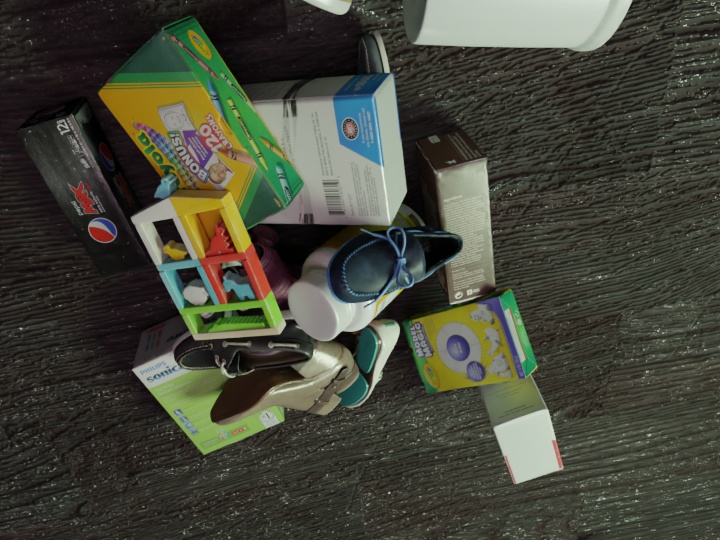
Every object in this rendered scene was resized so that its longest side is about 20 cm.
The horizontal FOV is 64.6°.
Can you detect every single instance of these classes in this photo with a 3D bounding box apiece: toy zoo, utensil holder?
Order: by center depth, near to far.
[{"bbox_3d":[0.149,-0.313,0.569,0.194,0.172,0.174,-2,123,-6],"label":"utensil holder"},{"bbox_3d":[-0.175,-0.011,0.640,0.128,0.021,0.204,-6,119,24],"label":"toy zoo"}]

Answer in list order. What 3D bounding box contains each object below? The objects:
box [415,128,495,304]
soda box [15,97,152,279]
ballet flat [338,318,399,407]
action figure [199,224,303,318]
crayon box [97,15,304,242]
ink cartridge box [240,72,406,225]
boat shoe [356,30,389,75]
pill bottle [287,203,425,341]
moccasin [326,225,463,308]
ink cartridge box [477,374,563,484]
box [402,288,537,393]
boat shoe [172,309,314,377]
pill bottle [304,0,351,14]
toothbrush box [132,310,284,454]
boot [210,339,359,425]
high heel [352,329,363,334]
[{"bbox_3d":[0.128,-0.070,0.762,0.073,0.101,0.204,-15,125,-1],"label":"box"},{"bbox_3d":[-0.321,-0.095,0.688,0.069,0.064,0.204,-15,123,1],"label":"soda box"},{"bbox_3d":[0.015,0.148,0.899,0.068,0.071,0.202,8,134,-15],"label":"ballet flat"},{"bbox_3d":[-0.112,0.018,0.734,0.145,0.137,0.200,7,159,26],"label":"action figure"},{"bbox_3d":[-0.164,-0.138,0.601,0.117,0.059,0.202,-21,114,32],"label":"crayon box"},{"bbox_3d":[-0.056,-0.136,0.653,0.195,0.085,0.149,4,125,20],"label":"ink cartridge box"},{"bbox_3d":[-0.001,-0.179,0.686,0.060,0.074,0.204,-6,128,-10],"label":"boat shoe"},{"bbox_3d":[0.000,0.000,0.717,0.107,0.199,0.112,21,130,28],"label":"pill bottle"},{"bbox_3d":[0.045,-0.020,0.638,0.067,0.198,0.083,-8,103,43],"label":"moccasin"},{"bbox_3d":[0.232,0.197,0.891,0.082,0.202,0.147,-21,125,9],"label":"ink cartridge box"},{"bbox_3d":[0.145,0.108,0.834,0.198,0.048,0.120,-21,89,43],"label":"box"},{"bbox_3d":[-0.151,0.104,0.732,0.194,0.062,0.074,-11,146,6],"label":"boat shoe"},{"bbox_3d":[-0.023,-0.366,0.537,0.108,0.112,0.203,17,118,-20],"label":"pill bottle"},{"bbox_3d":[-0.219,0.160,0.856,0.143,0.087,0.203,-23,124,4],"label":"toothbrush box"},{"bbox_3d":[-0.097,0.174,0.816,0.199,0.071,0.146,-38,136,10],"label":"boot"},{"bbox_3d":[-0.071,0.069,0.834,0.196,0.068,0.098,-22,135,-14],"label":"high heel"}]
